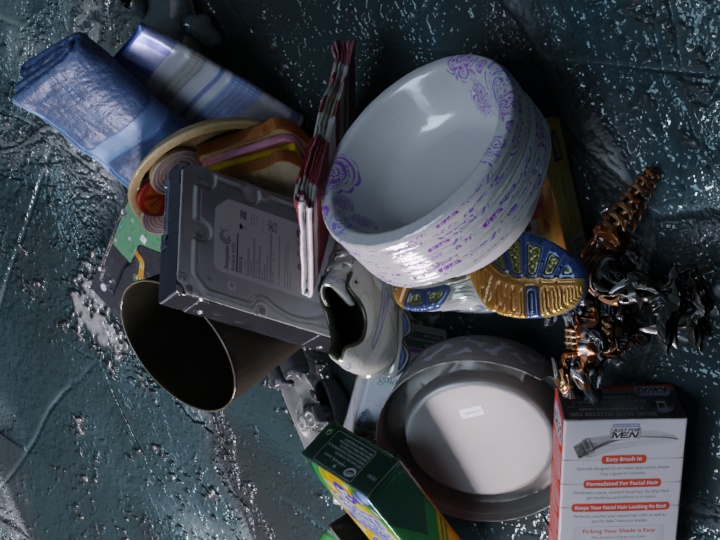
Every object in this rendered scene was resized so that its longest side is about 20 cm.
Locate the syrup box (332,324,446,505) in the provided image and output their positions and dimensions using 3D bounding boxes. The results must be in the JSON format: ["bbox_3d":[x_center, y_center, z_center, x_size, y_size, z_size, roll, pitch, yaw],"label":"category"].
[{"bbox_3d":[0.029,0.151,1.400,0.078,0.082,0.201,11,124,-6],"label":"syrup box"}]

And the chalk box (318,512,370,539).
[{"bbox_3d":[0.045,0.354,1.471,0.200,0.125,0.124,48,134,16],"label":"chalk box"}]

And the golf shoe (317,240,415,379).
[{"bbox_3d":[0.000,0.000,1.275,0.078,0.097,0.202,-15,74,32],"label":"golf shoe"}]

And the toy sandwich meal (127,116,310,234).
[{"bbox_3d":[-0.136,-0.081,1.389,0.205,0.204,0.071,-52,48,43],"label":"toy sandwich meal"}]

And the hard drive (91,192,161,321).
[{"bbox_3d":[-0.243,-0.002,1.622,0.140,0.038,0.200,45,134,17],"label":"hard drive"}]

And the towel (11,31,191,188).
[{"bbox_3d":[-0.249,-0.151,1.387,0.111,0.049,0.200,-24,129,34],"label":"towel"}]

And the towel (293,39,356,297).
[{"bbox_3d":[-0.033,-0.096,1.261,0.023,0.201,0.144,9,145,6],"label":"towel"}]

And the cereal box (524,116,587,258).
[{"bbox_3d":[0.111,-0.060,1.271,0.199,0.039,0.145,-4,106,43],"label":"cereal box"}]

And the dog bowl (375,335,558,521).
[{"bbox_3d":[0.116,0.147,1.297,0.198,0.059,0.201,5,125,6],"label":"dog bowl"}]

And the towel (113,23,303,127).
[{"bbox_3d":[-0.174,-0.165,1.409,0.199,0.024,0.147,29,139,-23],"label":"towel"}]

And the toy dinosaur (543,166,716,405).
[{"bbox_3d":[0.222,0.019,1.162,0.135,0.102,0.201,19,122,34],"label":"toy dinosaur"}]

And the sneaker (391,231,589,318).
[{"bbox_3d":[0.126,0.003,1.206,0.199,0.088,0.076,3,90,41],"label":"sneaker"}]

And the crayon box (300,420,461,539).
[{"bbox_3d":[0.038,0.247,1.340,0.125,0.052,0.200,21,153,55],"label":"crayon box"}]

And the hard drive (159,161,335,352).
[{"bbox_3d":[-0.097,-0.011,1.306,0.038,0.199,0.141,-32,49,45],"label":"hard drive"}]

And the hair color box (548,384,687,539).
[{"bbox_3d":[0.230,0.206,1.239,0.110,0.064,0.201,-1,116,0],"label":"hair color box"}]

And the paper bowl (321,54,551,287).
[{"bbox_3d":[0.072,-0.075,1.155,0.200,0.202,0.104,-3,144,43],"label":"paper bowl"}]

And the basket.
[{"bbox_3d":[-0.115,0.037,1.401,0.180,0.199,0.137,21,127,39],"label":"basket"}]

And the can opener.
[{"bbox_3d":[-0.069,0.105,1.514,0.053,0.067,0.201,-37,71,46],"label":"can opener"}]

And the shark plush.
[{"bbox_3d":[-0.215,-0.287,1.426,0.090,0.083,0.201,3,112,41],"label":"shark plush"}]
